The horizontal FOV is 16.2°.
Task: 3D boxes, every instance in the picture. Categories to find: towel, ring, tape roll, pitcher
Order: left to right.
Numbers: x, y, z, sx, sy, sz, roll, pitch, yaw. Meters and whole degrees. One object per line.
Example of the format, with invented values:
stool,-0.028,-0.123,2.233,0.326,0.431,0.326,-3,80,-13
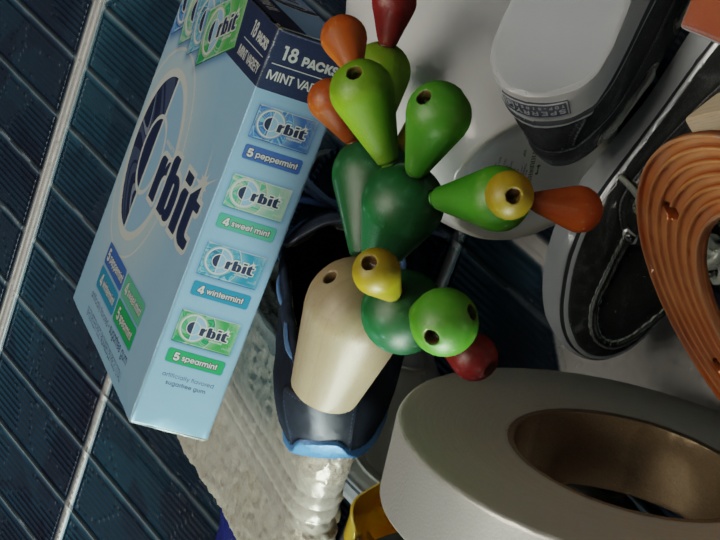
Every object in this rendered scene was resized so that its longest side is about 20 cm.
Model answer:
towel,-0.050,0.071,1.275,0.200,0.034,0.133,-125,39,-51
pitcher,0.043,-0.095,1.211,0.172,0.121,0.200,96,157,-47
tape roll,0.109,0.095,1.037,0.203,0.202,0.037,33,117,47
ring,0.180,0.028,0.954,0.200,0.019,0.201,45,159,23

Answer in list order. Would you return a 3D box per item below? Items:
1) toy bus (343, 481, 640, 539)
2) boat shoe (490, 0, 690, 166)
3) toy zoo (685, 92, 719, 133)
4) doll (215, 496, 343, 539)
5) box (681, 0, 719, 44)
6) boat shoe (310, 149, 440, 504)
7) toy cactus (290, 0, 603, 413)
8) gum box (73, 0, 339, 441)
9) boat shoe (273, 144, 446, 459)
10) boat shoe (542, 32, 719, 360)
toy bus,0.066,0.211,1.160,0.200,0.135,0.192,57,144,32
boat shoe,0.121,-0.135,1.101,0.072,0.068,0.200,15,65,26
toy zoo,0.209,0.015,0.927,0.200,0.020,0.131,57,160,-11
doll,-0.045,0.108,1.356,0.136,0.048,0.200,47,125,49
box,0.227,-0.154,0.942,0.124,0.097,0.200,30,102,45
boat shoe,-0.003,0.033,1.270,0.067,0.073,0.200,89,163,-63
toy cactus,0.018,-0.013,1.048,0.165,0.102,0.200,-67,32,34
gum box,-0.076,-0.042,1.237,0.170,0.044,0.200,-129,57,-66
boat shoe,0.000,0.000,1.186,0.200,0.084,0.069,-92,-2,-49
boat shoe,0.148,-0.031,1.093,0.199,0.073,0.068,-56,34,23
